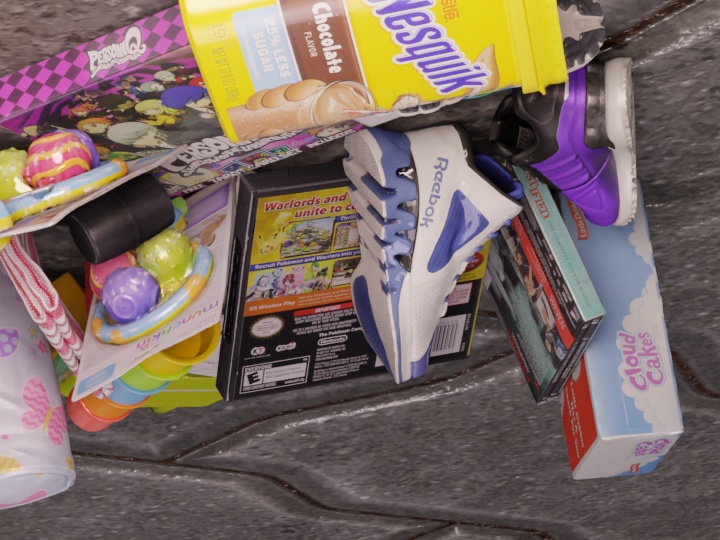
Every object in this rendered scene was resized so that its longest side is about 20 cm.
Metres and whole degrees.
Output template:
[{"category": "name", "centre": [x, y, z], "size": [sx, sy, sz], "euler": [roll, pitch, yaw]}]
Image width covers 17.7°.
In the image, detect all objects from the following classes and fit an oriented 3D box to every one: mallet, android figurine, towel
[{"category": "mallet", "centre": [-0.179, -0.041, 1.573], "size": [0.066, 0.041, 0.200], "euler": [-27, -167, -14]}, {"category": "android figurine", "centre": [-0.166, 0.089, 1.979], "size": [0.181, 0.041, 0.200], "euler": [1, 166, -25]}, {"category": "towel", "centre": [-0.222, 0.001, 1.596], "size": [0.030, 0.147, 0.200], "euler": [-29, 161, -4]}]

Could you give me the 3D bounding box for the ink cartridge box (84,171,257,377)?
[{"category": "ink cartridge box", "centre": [-0.092, 0.008, 1.729], "size": [0.144, 0.085, 0.200], "euler": [12, 154, -38]}]

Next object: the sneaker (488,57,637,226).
[{"category": "sneaker", "centre": [0.137, -0.089, 1.573], "size": [0.099, 0.070, 0.200], "euler": [-1, 157, 7]}]

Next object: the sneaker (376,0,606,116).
[{"category": "sneaker", "centre": [0.051, -0.129, 1.408], "size": [0.199, 0.078, 0.080], "euler": [-6, 172, -17]}]

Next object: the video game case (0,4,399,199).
[{"category": "video game case", "centre": [-0.101, -0.110, 1.474], "size": [0.199, 0.036, 0.181], "euler": [-18, 156, 29]}]

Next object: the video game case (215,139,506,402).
[{"category": "video game case", "centre": [0.000, 0.000, 1.636], "size": [0.199, 0.026, 0.182], "euler": [-9, 129, -24]}]

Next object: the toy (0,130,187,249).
[{"category": "toy", "centre": [-0.197, -0.055, 1.405], "size": [0.115, 0.047, 0.200], "euler": [-15, -167, 22]}]

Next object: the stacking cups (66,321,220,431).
[{"category": "stacking cups", "centre": [-0.166, 0.067, 1.690], "size": [0.060, 0.061, 0.200], "euler": [4, 161, -26]}]

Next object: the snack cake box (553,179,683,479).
[{"category": "snack cake box", "centre": [0.185, 0.045, 1.746], "size": [0.067, 0.201, 0.115], "euler": [-5, 161, -9]}]

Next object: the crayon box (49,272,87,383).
[{"category": "crayon box", "centre": [-0.277, 0.077, 1.820], "size": [0.200, 0.052, 0.126], "euler": [-36, 172, -25]}]

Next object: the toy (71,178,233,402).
[{"category": "toy", "centre": [-0.145, -0.002, 1.548], "size": [0.115, 0.200, 0.047], "euler": [-30, 112, 15]}]

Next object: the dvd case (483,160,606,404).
[{"category": "dvd case", "centre": [0.125, 0.004, 1.702], "size": [0.022, 0.147, 0.200], "euler": [-20, 162, -13]}]

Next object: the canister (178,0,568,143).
[{"category": "canister", "centre": [0.007, -0.148, 1.289], "size": [0.199, 0.087, 0.149], "euler": [-11, 148, 5]}]

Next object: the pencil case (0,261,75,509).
[{"category": "pencil case", "centre": [-0.268, 0.074, 1.701], "size": [0.083, 0.201, 0.090], "euler": [-30, 157, 37]}]

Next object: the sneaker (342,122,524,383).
[{"category": "sneaker", "centre": [0.056, -0.020, 1.579], "size": [0.115, 0.081, 0.200], "euler": [-16, 129, -16]}]
